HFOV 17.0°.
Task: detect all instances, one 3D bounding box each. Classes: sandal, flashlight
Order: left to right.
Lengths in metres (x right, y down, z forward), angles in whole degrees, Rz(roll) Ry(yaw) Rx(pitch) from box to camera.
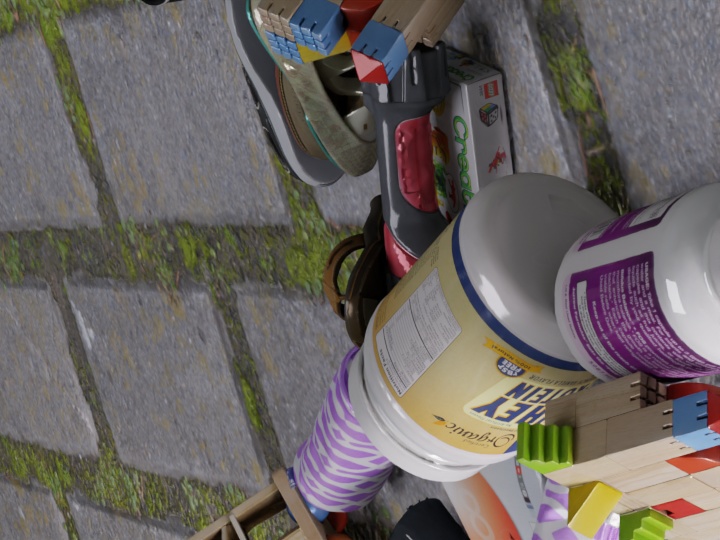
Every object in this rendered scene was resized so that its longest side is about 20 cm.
[{"bbox_3d":[0.000,0.000,1.803,0.200,0.054,0.082,-80,-17,-61],"label":"sandal"},{"bbox_3d":[0.045,-0.068,1.713,0.068,0.068,0.201,36,135,56],"label":"flashlight"}]

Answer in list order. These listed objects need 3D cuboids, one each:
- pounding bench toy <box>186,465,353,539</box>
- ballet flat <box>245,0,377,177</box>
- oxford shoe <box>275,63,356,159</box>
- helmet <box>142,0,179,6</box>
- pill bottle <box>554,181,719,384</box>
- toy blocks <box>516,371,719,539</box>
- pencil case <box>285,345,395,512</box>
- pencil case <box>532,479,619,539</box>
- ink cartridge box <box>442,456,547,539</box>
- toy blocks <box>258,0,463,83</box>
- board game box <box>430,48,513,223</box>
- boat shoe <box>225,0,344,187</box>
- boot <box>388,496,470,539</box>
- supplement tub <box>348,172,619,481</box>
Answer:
[{"bbox_3d":[-0.055,0.301,2.157,0.200,0.156,0.124,59,-174,23],"label":"pounding bench toy"},{"bbox_3d":[-0.017,-0.139,1.758,0.062,0.068,0.200,-6,141,28],"label":"ballet flat"},{"bbox_3d":[-0.022,-0.158,1.836,0.075,0.070,0.200,-118,22,-48],"label":"oxford shoe"},{"bbox_3d":[-0.148,-0.310,1.853,0.200,0.190,0.201,-23,56,38],"label":"helmet"},{"bbox_3d":[0.207,0.007,1.446,0.200,0.112,0.113,-21,90,66],"label":"pill bottle"},{"bbox_3d":[0.213,0.114,1.483,0.136,0.200,0.100,-21,53,39],"label":"toy blocks"},{"bbox_3d":[-0.001,0.132,2.027,0.200,0.084,0.086,119,150,-58],"label":"pencil case"},{"bbox_3d":[0.153,0.215,1.649,0.085,0.084,0.201,17,94,65],"label":"pencil case"},{"bbox_3d":[0.097,0.125,1.805,0.200,0.050,0.162,60,158,-14],"label":"ink cartridge box"},{"bbox_3d":[-0.014,-0.199,1.636,0.200,0.137,0.100,26,160,23],"label":"toy blocks"},{"bbox_3d":[0.069,-0.065,1.776,0.126,0.035,0.201,30,135,54],"label":"board game box"},{"bbox_3d":[-0.068,-0.161,1.951,0.057,0.068,0.201,0,111,65],"label":"boat shoe"},{"bbox_3d":[0.084,0.303,1.973,0.168,0.076,0.201,39,135,43],"label":"boot"},{"bbox_3d":[0.090,0.043,1.628,0.145,0.144,0.200,61,138,19],"label":"supplement tub"}]
